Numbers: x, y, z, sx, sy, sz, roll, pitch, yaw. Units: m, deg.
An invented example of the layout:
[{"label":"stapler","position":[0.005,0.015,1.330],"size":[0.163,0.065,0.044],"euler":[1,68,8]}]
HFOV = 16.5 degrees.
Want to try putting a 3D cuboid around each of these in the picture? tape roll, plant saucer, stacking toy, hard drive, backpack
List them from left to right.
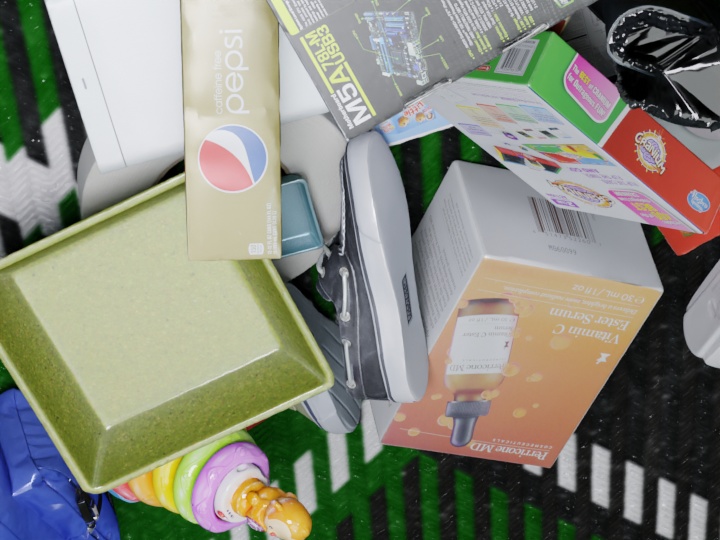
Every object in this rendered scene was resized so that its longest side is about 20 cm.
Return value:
[{"label":"backpack","position":[-0.265,0.204,1.887],"size":[0.167,0.163,0.200],"euler":[-24,134,6]},{"label":"plant saucer","position":[-0.147,0.033,1.729],"size":[0.199,0.048,0.200],"euler":[-25,119,6]},{"label":"plant saucer","position":[-0.128,-0.020,1.750],"size":[0.199,0.019,0.070],"euler":[-16,135,0]},{"label":"stacking toy","position":[-0.105,0.147,1.803],"size":[0.110,0.200,0.116],"euler":[-44,139,-17]},{"label":"hard drive","position":[-0.095,-0.151,1.644],"size":[0.199,0.027,0.133],"euler":[-15,114,1]},{"label":"tape roll","position":[-0.101,-0.060,1.755],"size":[0.201,0.037,0.204],"euler":[-8,135,-8]}]

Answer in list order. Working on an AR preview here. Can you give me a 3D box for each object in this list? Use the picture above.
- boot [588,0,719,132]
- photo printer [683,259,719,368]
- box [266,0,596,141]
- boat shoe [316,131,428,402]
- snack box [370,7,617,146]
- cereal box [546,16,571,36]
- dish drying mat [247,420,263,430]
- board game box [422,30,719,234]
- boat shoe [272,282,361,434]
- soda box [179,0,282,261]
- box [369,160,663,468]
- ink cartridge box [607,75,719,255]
[{"label":"boot","position":[0.224,-0.129,1.634],"size":[0.200,0.168,0.076],"euler":[38,108,-22]},{"label":"photo printer","position":[0.374,0.019,1.927],"size":[0.199,0.070,0.167],"euler":[10,133,-25]},{"label":"box","position":[0.026,-0.211,1.522],"size":[0.192,0.048,0.201],"euler":[-29,110,7]},{"label":"boat shoe","position":[0.000,0.000,1.751],"size":[0.067,0.072,0.201],"euler":[-2,116,18]},{"label":"snack box","position":[0.096,-0.145,1.729],"size":[0.199,0.024,0.072],"euler":[-17,135,3]},{"label":"cereal box","position":[0.099,-0.250,1.571],"size":[0.143,0.040,0.201],"euler":[28,129,2]},{"label":"dish drying mat","position":[-0.148,0.072,1.889],"size":[0.077,0.018,0.200],"euler":[-33,133,17]},{"label":"board game box","position":[0.130,-0.097,1.669],"size":[0.200,0.153,0.041],"euler":[36,76,-38]},{"label":"boat shoe","position":[-0.052,0.064,1.865],"size":[0.062,0.072,0.200],"euler":[-3,150,20]},{"label":"soda box","position":[-0.084,-0.111,1.603],"size":[0.063,0.068,0.202],"euler":[-2,109,-4]},{"label":"box","position":[0.107,0.036,1.853],"size":[0.151,0.107,0.201],"euler":[9,131,-22]},{"label":"ink cartridge box","position":[0.266,-0.090,1.812],"size":[0.162,0.057,0.200],"euler":[-28,129,13]}]
